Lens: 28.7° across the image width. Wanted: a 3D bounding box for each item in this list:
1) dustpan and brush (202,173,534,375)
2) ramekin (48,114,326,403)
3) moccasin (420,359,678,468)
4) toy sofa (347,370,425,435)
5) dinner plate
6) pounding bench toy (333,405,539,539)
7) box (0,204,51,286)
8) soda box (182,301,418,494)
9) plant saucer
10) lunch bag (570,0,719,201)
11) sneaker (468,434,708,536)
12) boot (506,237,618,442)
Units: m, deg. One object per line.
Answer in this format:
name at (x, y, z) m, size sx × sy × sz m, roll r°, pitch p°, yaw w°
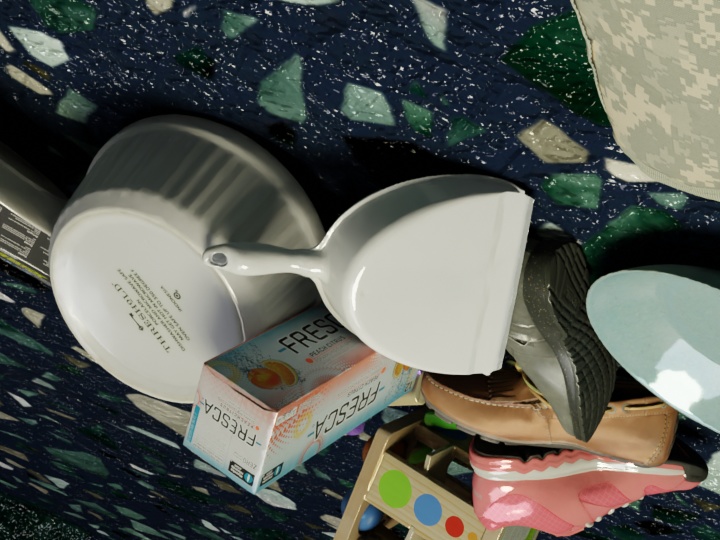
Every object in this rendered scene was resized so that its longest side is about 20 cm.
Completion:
dustpan and brush at (0.000, 0.000, 0.898) m, size 0.197 × 0.141 × 0.057 m, roll -2°, pitch -151°, yaw -18°
ramekin at (-0.126, 0.001, 0.980) m, size 0.200 × 0.094 × 0.205 m, roll 14°, pitch 128°, yaw 19°
moccasin at (0.145, 0.097, 1.085) m, size 0.198 × 0.079 × 0.074 m, roll 11°, pitch -161°, yaw 16°
toy sofa at (-0.037, 0.049, 1.113) m, size 0.199 × 0.099 × 0.082 m, roll 34°, pitch 156°, yaw -26°
dinner plate at (-0.278, -0.083, 1.059) m, size 0.199 × 0.024 × 0.200 m, roll 38°, pitch 179°, yaw 1°
pounding bench toy at (0.083, 0.177, 1.240) m, size 0.155 × 0.202 × 0.124 m, roll 30°, pitch -161°, yaw 24°
box at (-0.271, -0.017, 1.204) m, size 0.199 × 0.045 × 0.160 m, roll 31°, pitch 171°, yaw -22°
soda box at (-0.030, 0.072, 0.947) m, size 0.063 × 0.199 × 0.069 m, roll 30°, pitch 119°, yaw 23°
plant saucer at (0.241, 0.050, 0.903) m, size 0.199 × 0.039 × 0.202 m, roll 30°, pitch 159°, yaw 12°
lunch bag at (0.176, -0.104, 0.534) m, size 0.197 × 0.119 × 0.164 m, roll 6°, pitch 155°, yaw 24°
sneaker at (0.180, 0.171, 1.136) m, size 0.197 × 0.088 × 0.074 m, roll 1°, pitch -159°, yaw -8°
boot at (0.106, 0.036, 0.999) m, size 0.129 × 0.068 × 0.201 m, roll 13°, pitch 145°, yaw 33°
